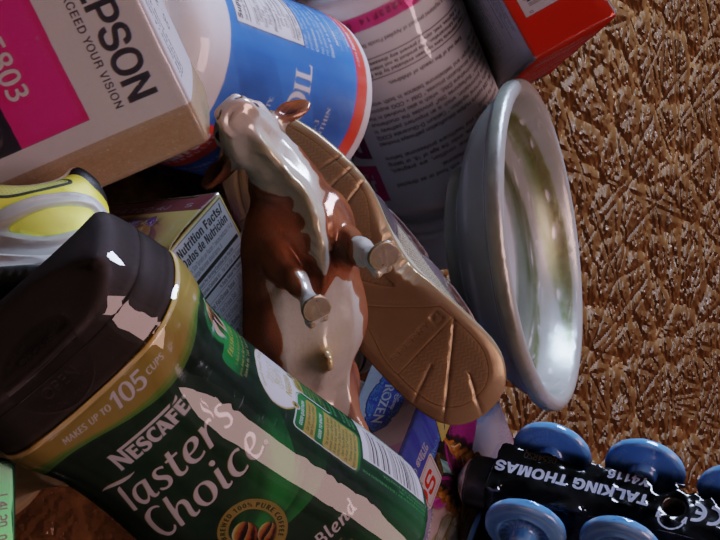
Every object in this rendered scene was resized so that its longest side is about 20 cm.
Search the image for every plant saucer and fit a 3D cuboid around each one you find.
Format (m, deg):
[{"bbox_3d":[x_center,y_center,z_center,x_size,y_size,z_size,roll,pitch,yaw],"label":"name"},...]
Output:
[{"bbox_3d":[0.088,-0.014,1.097,0.200,0.050,0.200,-6,90,-72],"label":"plant saucer"}]

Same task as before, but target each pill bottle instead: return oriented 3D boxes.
[{"bbox_3d":[-0.094,-0.110,1.006,0.200,0.112,0.112,11,80,-51],"label":"pill bottle"},{"bbox_3d":[0.031,-0.107,1.166,0.113,0.113,0.200,-50,126,-41],"label":"pill bottle"}]

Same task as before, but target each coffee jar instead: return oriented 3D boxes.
[{"bbox_3d":[-0.071,0.071,0.766,0.200,0.104,0.085,43,15,-24],"label":"coffee jar"}]

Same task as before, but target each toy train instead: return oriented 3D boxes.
[{"bbox_3d":[0.151,0.156,1.024,0.114,0.200,0.087,85,23,-44],"label":"toy train"}]

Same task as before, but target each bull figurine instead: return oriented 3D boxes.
[{"bbox_3d":[-0.027,0.011,0.891,0.065,0.121,0.200,-16,119,-15],"label":"bull figurine"}]

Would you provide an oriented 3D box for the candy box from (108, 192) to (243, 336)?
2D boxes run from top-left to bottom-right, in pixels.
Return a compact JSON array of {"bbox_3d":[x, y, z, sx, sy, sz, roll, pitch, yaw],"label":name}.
[{"bbox_3d":[-0.091,0.055,0.998,0.056,0.117,0.200,-53,127,-42],"label":"candy box"}]

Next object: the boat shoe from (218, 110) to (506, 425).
[{"bbox_3d":[0.000,0.000,0.977,0.072,0.065,0.200,-44,88,-1],"label":"boat shoe"}]

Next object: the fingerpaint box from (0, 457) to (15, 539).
[{"bbox_3d":[-0.203,0.178,0.799,0.073,0.167,0.200,1,87,-25],"label":"fingerpaint box"}]

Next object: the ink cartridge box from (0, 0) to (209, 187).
[{"bbox_3d":[-0.183,-0.123,0.845,0.075,0.165,0.200,-106,172,-64],"label":"ink cartridge box"}]

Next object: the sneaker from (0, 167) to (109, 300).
[{"bbox_3d":[-0.205,-0.003,0.820,0.075,0.200,0.076,91,-2,-52],"label":"sneaker"}]

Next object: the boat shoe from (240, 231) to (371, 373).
[{"bbox_3d":[-0.040,0.024,1.084,0.086,0.075,0.202,-37,157,-12],"label":"boat shoe"}]

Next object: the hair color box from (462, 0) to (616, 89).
[{"bbox_3d":[0.094,-0.174,1.175,0.061,0.200,0.102,-29,90,-7],"label":"hair color box"}]

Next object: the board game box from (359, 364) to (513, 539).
[{"bbox_3d":[0.036,0.153,1.051,0.200,0.041,0.200,67,36,-44],"label":"board game box"}]

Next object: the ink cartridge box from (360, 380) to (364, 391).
[{"bbox_3d":[-0.019,0.182,1.110,0.146,0.084,0.200,38,58,-46],"label":"ink cartridge box"}]

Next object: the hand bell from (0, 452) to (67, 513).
[{"bbox_3d":[-0.120,0.078,0.891,0.104,0.200,0.104,5,84,-52],"label":"hand bell"}]
